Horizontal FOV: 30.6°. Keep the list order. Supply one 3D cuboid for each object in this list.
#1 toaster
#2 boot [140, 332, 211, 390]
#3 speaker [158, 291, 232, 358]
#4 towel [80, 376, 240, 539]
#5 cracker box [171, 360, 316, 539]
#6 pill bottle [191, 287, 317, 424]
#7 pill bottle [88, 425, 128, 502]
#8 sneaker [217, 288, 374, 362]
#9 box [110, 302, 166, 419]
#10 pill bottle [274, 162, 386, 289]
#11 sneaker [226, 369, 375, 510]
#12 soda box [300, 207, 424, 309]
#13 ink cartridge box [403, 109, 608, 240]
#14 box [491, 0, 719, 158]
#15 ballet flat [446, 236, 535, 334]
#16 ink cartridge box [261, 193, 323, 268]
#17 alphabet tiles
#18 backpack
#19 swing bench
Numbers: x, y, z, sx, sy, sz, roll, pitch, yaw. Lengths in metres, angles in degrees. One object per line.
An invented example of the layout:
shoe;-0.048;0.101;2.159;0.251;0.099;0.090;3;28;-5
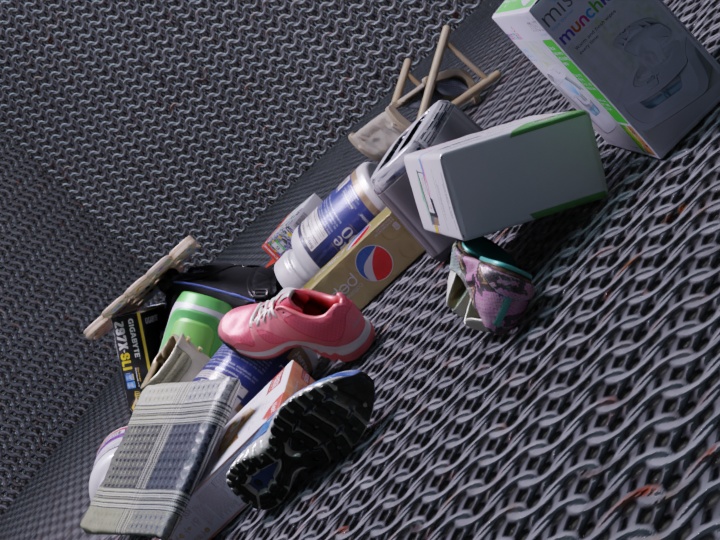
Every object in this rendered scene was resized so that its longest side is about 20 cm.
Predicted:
toaster;0.094;-0.105;1.520;0.113;0.129;0.201;-40;11;36
boot;-0.182;0.131;1.691;0.072;0.155;0.201;-36;14;43
speaker;-0.233;0.135;1.754;0.088;0.087;0.203;162;125;-72
towel;-0.220;0.209;1.460;0.199;0.034;0.194;-9;52;52
cracker box;-0.129;0.204;1.442;0.200;0.058;0.134;-44;10;15
pill bottle;-0.121;0.120;1.603;0.201;0.111;0.111;-52;11;-29
pill bottle;-0.305;0.281;1.759;0.112;0.111;0.200;-46;9;-1
sneaker;-0.082;0.050;1.513;0.198;0.087;0.074;0;48;25
box;-0.292;0.133;1.880;0.049;0.162;0.200;-9;1;7
pill bottle;-0.024;-0.044;1.811;0.200;0.111;0.111;-43;9;21
sneaker;-0.055;0.148;1.278;0.200;0.078;0.089;-41;13;35
soda box;0.000;0.000;1.696;0.200;0.068;0.064;-43;10;23
ink cartridge box;0.133;-0.092;1.258;0.143;0.085;0.200;-17;7;-6
box;0.224;-0.205;1.199;0.097;0.176;0.200;-45;10;4
ballet flat;0.109;0.015;1.169;0.200;0.068;0.072;-109;43;-80
ink cartridge box;-0.154;-0.080;2.815;0.109;0.050;0.200;-53;11;-34
alphabet tiles;-0.305;0.025;1.840;0.200;0.015;0.196;-43;-2;-3
backpack;-0.191;0.067;1.911;0.200;0.180;0.149;-57;-23;-77
swing bench;0.105;-0.279;2.249;0.201;0.129;0.199;-55;12;-18
